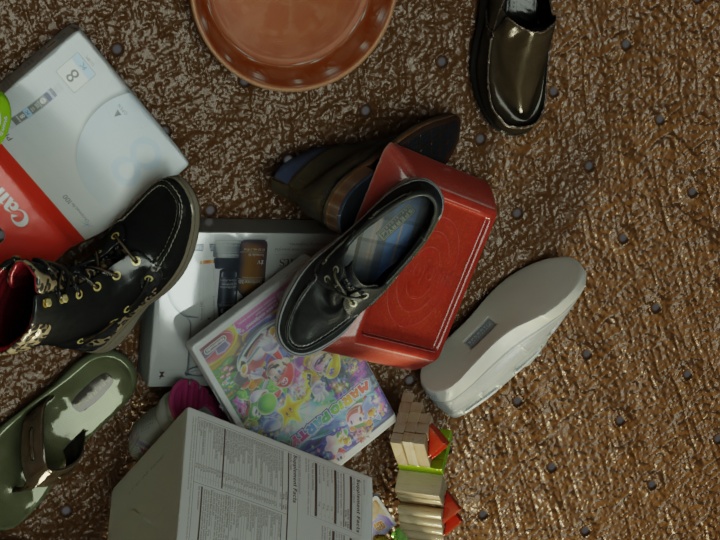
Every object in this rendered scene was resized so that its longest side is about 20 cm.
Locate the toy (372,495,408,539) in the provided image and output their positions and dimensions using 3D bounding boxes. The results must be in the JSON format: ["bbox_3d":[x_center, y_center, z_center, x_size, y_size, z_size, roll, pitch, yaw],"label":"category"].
[{"bbox_3d":[-0.039,0.316,1.858,0.199,0.047,0.116,-30,114,10],"label":"toy"}]

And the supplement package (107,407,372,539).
[{"bbox_3d":[-0.110,0.253,1.706,0.199,0.152,0.152,23,133,-24],"label":"supplement package"}]

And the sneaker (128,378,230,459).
[{"bbox_3d":[-0.146,0.179,1.798,0.088,0.082,0.200,-23,132,25],"label":"sneaker"}]

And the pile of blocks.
[{"bbox_3d":[0.073,0.214,1.873,0.062,0.082,0.202,6,122,16],"label":"pile of blocks"}]

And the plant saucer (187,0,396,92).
[{"bbox_3d":[-0.062,-0.264,1.716,0.198,0.032,0.202,-5,107,-17],"label":"plant saucer"}]

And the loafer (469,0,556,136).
[{"bbox_3d":[0.147,-0.223,1.782,0.072,0.071,0.202,-9,109,-17],"label":"loafer"}]

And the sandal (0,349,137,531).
[{"bbox_3d":[-0.286,0.155,1.746,0.080,0.057,0.201,41,89,-25],"label":"sandal"}]

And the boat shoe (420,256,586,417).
[{"bbox_3d":[0.150,0.070,1.878,0.200,0.072,0.069,-45,137,-10],"label":"boat shoe"}]

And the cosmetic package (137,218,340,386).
[{"bbox_3d":[-0.105,0.030,1.780,0.198,0.052,0.152,0,108,-20],"label":"cosmetic package"}]

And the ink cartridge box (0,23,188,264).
[{"bbox_3d":[-0.278,-0.094,1.680,0.200,0.047,0.160,-42,115,-6],"label":"ink cartridge box"}]

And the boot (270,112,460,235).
[{"bbox_3d":[0.007,-0.107,1.767,0.200,0.096,0.075,-36,137,-41],"label":"boot"}]

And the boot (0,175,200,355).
[{"bbox_3d":[-0.238,0.001,1.651,0.150,0.073,0.200,-6,142,-54],"label":"boot"}]

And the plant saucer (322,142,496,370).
[{"bbox_3d":[0.051,-0.003,1.771,0.199,0.037,0.202,16,96,-57],"label":"plant saucer"}]

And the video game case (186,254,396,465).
[{"bbox_3d":[-0.061,0.105,1.771,0.143,0.018,0.201,-37,119,-18],"label":"video game case"}]

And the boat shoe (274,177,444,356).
[{"bbox_3d":[0.000,0.000,1.661,0.200,0.066,0.070,-43,97,4],"label":"boat shoe"}]

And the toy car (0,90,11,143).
[{"bbox_3d":[-0.381,-0.063,1.596,0.158,0.163,0.201,-50,145,-38],"label":"toy car"}]
